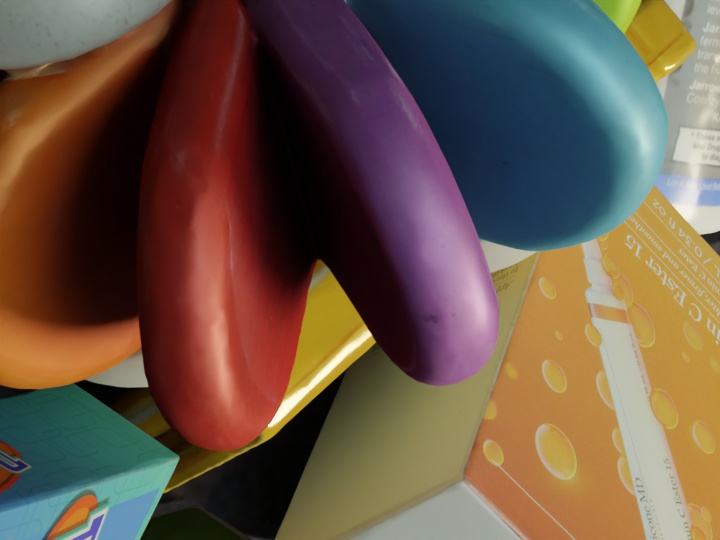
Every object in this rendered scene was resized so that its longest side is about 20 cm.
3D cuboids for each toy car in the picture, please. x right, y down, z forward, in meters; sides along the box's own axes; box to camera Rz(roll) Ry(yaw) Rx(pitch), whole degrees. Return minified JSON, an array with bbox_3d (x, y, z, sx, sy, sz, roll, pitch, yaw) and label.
[{"bbox_3d":[-0.017,-0.033,0.552,0.199,0.150,0.175,-19,139,-3],"label":"toy car"}]

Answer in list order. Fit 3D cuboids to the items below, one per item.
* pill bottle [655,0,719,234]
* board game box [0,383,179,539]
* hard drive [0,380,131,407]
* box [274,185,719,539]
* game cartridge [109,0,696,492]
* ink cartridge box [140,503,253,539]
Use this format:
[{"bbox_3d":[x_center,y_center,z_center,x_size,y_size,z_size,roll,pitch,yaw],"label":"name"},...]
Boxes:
[{"bbox_3d":[0.113,-0.124,0.910,0.113,0.114,0.201,0,107,-45],"label":"pill bottle"},{"bbox_3d":[-0.135,0.111,0.564,0.153,0.045,0.200,-64,162,14],"label":"board game box"},{"bbox_3d":[-0.076,0.006,0.827,0.200,0.042,0.135,-38,130,-29],"label":"hard drive"},{"bbox_3d":[0.065,0.062,0.819,0.124,0.097,0.200,45,39,-18],"label":"box"},{"bbox_3d":[0.000,0.000,0.755,0.200,0.176,0.032,-39,93,-27],"label":"game cartridge"},{"bbox_3d":[-0.091,0.161,0.799,0.199,0.148,0.076,-11,117,-42],"label":"ink cartridge box"}]
